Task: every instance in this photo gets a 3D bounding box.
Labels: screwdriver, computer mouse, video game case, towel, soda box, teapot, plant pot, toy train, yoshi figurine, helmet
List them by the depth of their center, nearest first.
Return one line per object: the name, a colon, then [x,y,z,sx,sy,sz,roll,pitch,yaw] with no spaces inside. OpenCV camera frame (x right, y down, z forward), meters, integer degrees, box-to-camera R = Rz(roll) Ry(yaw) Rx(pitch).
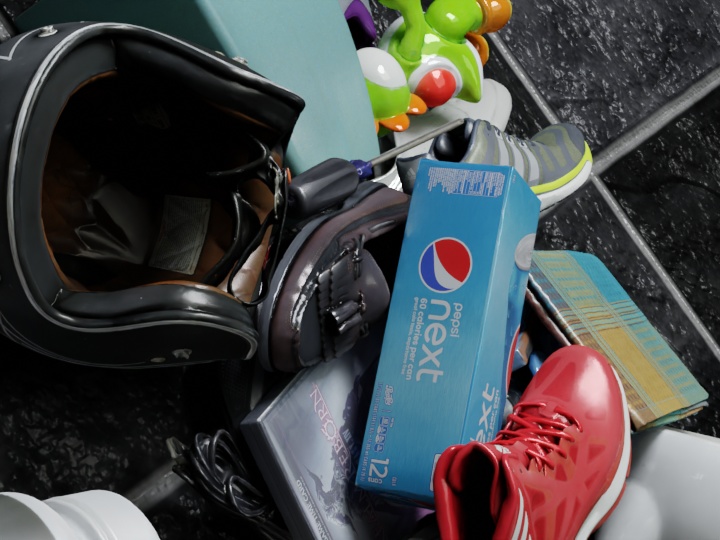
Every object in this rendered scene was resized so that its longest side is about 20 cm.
helmet: [-0.136,-0.040,0.858,0.188,0.201,0.202,12,49,-7]
soda box: [0.055,0.040,0.957,0.068,0.063,0.202,37,63,-63]
computer mouse: [-0.061,0.069,0.962,0.138,0.052,0.202,43,43,-41]
video game case: [0.004,0.105,0.984,0.144,0.019,0.200,66,31,-15]
screwdriver: [0.012,-0.067,1.008,0.028,0.029,0.199,32,29,22]
plant pot: [-0.086,-0.125,1.023,0.201,0.140,0.141,58,38,-11]
toy train: [0.091,0.044,1.083,0.115,0.086,0.200,57,20,-6]
towel: [0.168,0.045,1.091,0.147,0.022,0.200,53,19,15]
teapot: [0.245,0.191,1.110,0.197,0.198,0.148,24,77,-82]
yoshi figurine: [0.012,-0.157,1.151,0.199,0.111,0.113,-36,113,-39]

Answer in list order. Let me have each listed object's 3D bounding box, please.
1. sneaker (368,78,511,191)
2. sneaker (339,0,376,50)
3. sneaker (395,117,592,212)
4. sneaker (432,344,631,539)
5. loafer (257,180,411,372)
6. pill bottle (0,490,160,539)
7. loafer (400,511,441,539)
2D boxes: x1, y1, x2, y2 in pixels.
sneaker: [0.051,-0.096,1.193,0.088,0.075,0.201,33,42,-5]
sneaker: [-0.055,-0.198,1.158,0.199,0.074,0.088,-5,70,-48]
sneaker: [0.096,-0.073,1.116,0.200,0.073,0.082,-33,103,-49]
sneaker: [0.100,0.105,0.905,0.116,0.077,0.201,65,35,-47]
loafer: [0.000,0.000,0.963,0.062,0.073,0.200,9,29,18]
pill bottle: [-0.188,0.164,0.717,0.199,0.114,0.115,-8,67,-48]
loafer: [0.060,0.179,0.987,0.199,0.062,0.073,3,103,-55]
